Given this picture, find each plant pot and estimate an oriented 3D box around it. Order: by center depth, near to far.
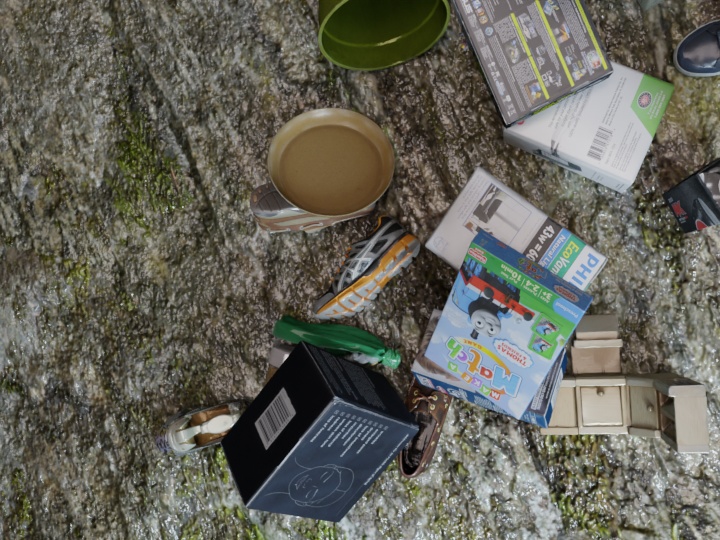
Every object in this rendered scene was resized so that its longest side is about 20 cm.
[{"bbox_3d":[0.019,-0.440,1.047,0.195,0.200,0.198,-14,74,11],"label":"plant pot"},{"bbox_3d":[-0.045,-0.162,1.083,0.194,0.028,0.205,1,61,-2],"label":"plant pot"}]

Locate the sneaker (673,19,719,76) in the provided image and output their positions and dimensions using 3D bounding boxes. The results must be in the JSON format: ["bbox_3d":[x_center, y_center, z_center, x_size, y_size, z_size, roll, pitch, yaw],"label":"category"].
[{"bbox_3d":[0.531,-0.326,0.941,0.197,0.146,0.079,-13,87,13],"label":"sneaker"}]

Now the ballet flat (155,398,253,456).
[{"bbox_3d":[-0.257,0.253,1.136,0.195,0.072,0.074,-19,84,11],"label":"ballet flat"}]

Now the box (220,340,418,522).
[{"bbox_3d":[-0.056,0.236,1.003,0.201,0.195,0.124,-50,44,11],"label":"box"}]

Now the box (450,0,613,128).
[{"bbox_3d":[0.230,-0.322,0.961,0.157,0.044,0.204,-25,89,9],"label":"box"}]

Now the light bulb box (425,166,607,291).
[{"bbox_3d":[0.213,-0.024,0.966,0.198,0.198,0.126,38,99,12],"label":"light bulb box"}]

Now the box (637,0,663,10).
[{"bbox_3d":[0.413,-0.464,0.941,0.107,0.200,0.130,-28,83,10],"label":"box"}]

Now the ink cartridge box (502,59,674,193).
[{"bbox_3d":[0.320,-0.223,1.014,0.196,0.084,0.149,26,93,12],"label":"ink cartridge box"}]

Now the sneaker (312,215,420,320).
[{"bbox_3d":[0.000,0.000,1.090,0.199,0.078,0.078,-41,68,5],"label":"sneaker"}]

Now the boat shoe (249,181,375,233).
[{"bbox_3d":[-0.074,-0.099,1.108,0.194,0.073,0.077,-2,54,-4],"label":"boat shoe"}]

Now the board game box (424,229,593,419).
[{"bbox_3d":[0.172,0.071,0.864,0.149,0.037,0.203,32,134,17],"label":"board game box"}]

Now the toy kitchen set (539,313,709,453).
[{"bbox_3d":[0.339,0.144,0.951,0.194,0.180,0.169,-4,86,13],"label":"toy kitchen set"}]

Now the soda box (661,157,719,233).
[{"bbox_3d":[0.458,-0.099,0.920,0.062,0.200,0.072,-30,83,10],"label":"soda box"}]

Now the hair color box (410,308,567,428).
[{"bbox_3d":[0.179,0.135,0.988,0.195,0.061,0.102,15,70,26],"label":"hair color box"}]

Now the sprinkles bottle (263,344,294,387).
[{"bbox_3d":[-0.129,0.223,1.108,0.066,0.068,0.206,13,92,12],"label":"sprinkles bottle"}]

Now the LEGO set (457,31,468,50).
[{"bbox_3d":[0.189,-0.430,1.032,0.150,0.116,0.205,-20,85,11],"label":"LEGO set"}]

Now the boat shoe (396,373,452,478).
[{"bbox_3d":[0.098,0.210,1.058,0.068,0.070,0.206,10,89,16],"label":"boat shoe"}]

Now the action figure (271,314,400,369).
[{"bbox_3d":[-0.033,0.115,1.082,0.194,0.118,0.056,13,105,3],"label":"action figure"}]
